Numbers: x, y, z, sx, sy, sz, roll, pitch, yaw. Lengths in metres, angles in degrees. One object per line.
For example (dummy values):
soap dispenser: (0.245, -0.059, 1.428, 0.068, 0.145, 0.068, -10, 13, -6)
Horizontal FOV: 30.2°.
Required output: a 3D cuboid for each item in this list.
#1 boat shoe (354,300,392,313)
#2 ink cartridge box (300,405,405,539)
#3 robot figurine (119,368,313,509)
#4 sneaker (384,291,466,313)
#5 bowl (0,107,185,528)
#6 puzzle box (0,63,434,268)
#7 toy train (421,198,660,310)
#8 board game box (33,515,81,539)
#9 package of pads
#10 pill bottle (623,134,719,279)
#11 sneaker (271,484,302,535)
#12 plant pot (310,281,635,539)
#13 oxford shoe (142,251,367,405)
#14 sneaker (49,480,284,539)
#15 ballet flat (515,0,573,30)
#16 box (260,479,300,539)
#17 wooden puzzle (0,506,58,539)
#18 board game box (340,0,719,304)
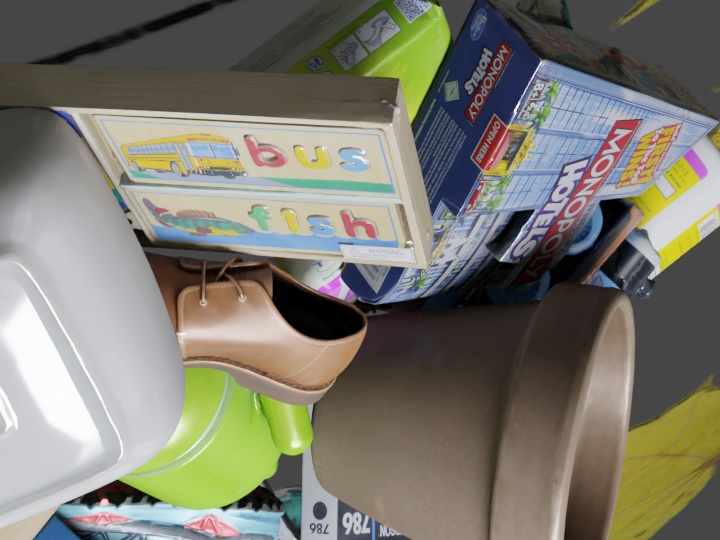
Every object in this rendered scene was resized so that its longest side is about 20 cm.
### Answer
boat shoe: (0.000, 0.000, 0.902, 0.199, 0.063, 0.075, -38, 154, 2)
ink cartridge box: (-0.003, 0.145, 0.996, 0.039, 0.204, 0.099, -2, 173, 33)
robot figurine: (-0.115, 0.079, 0.822, 0.173, 0.117, 0.200, -10, 156, 15)
sneaker: (0.070, 0.036, 1.022, 0.070, 0.076, 0.200, -41, 152, 6)
bowl: (-0.190, 0.046, 0.622, 0.197, 0.075, 0.202, -21, 124, -2)
puzzle box: (-0.067, -0.049, 0.652, 0.197, 0.026, 0.134, 4, 152, 14)
toy train: (0.127, 0.023, 0.944, 0.201, 0.114, 0.087, -49, -164, 2)
board game box: (-0.201, 0.270, 0.889, 0.200, 0.152, 0.045, -44, -176, 37)
package of pads: (-0.007, -0.069, 0.783, 0.154, 0.068, 0.200, -36, 149, -3)
pill bottle: (0.187, -0.030, 1.032, 0.199, 0.105, 0.104, -38, 152, 0)
sneaker: (-0.110, 0.253, 1.121, 0.198, 0.080, 0.072, -23, 149, -27)
plant pot: (0.067, 0.101, 0.830, 0.200, 0.172, 0.204, 8, 90, -69)
oxford shoe: (-0.085, 0.014, 0.711, 0.198, 0.072, 0.071, 15, 138, -31)
sneaker: (-0.150, 0.188, 0.902, 0.197, 0.079, 0.097, 9, 95, -18)
ballet flat: (0.121, -0.117, 0.871, 0.071, 0.072, 0.200, -38, 152, 1)
box: (-0.146, 0.231, 1.015, 0.199, 0.113, 0.102, -33, 153, -6)
wooden puzzle: (-0.237, 0.076, 0.698, 0.199, 0.046, 0.186, 34, 104, -30)
board game box: (0.112, -0.061, 0.793, 0.198, 0.062, 0.201, -8, 138, -40)
